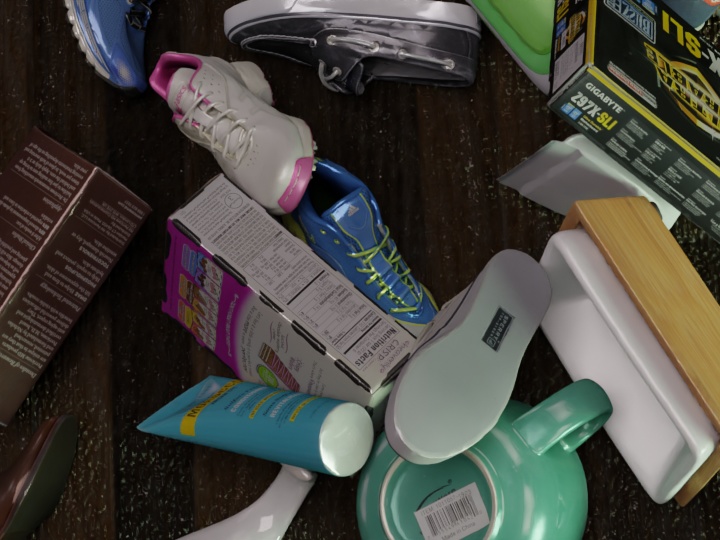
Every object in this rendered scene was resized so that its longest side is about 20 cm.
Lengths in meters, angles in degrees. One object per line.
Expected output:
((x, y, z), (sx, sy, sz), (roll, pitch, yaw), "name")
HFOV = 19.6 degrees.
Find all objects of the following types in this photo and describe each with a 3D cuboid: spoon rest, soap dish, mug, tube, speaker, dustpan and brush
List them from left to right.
((-0.098, 0.213, 1.531), (0.099, 0.061, 0.200), (42, 102, 17), "spoon rest")
((-0.073, 0.107, 1.487), (0.199, 0.077, 0.051), (6, 117, 48), "tube")
((0.078, 0.148, 1.456), (0.151, 0.114, 0.187), (17, 92, 23), "mug")
((0.116, -0.221, 1.544), (0.088, 0.088, 0.200), (-39, 86, 0), "speaker")
((0.203, 0.054, 1.457), (0.081, 0.158, 0.201), (-28, 74, -14), "soap dish")
((0.213, -0.055, 1.502), (0.199, 0.140, 0.058), (28, 74, -8), "dustpan and brush")

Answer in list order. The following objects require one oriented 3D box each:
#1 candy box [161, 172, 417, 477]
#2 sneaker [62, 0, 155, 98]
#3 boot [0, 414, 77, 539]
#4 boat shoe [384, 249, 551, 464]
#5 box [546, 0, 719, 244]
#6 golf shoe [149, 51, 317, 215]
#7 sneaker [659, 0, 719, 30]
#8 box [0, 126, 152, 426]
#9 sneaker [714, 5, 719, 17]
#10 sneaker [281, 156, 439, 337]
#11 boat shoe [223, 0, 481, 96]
((-0.053, 0.040, 1.505), (0.200, 0.137, 0.061), (41, 63, 15), "candy box")
((-0.182, -0.233, 1.619), (0.088, 0.079, 0.202), (-9, 77, 11), "sneaker")
((-0.334, 0.154, 1.580), (0.199, 0.064, 0.188), (26, 82, 19), "boot")
((0.063, 0.064, 1.408), (0.072, 0.066, 0.201), (38, 48, -8), "boat shoe")
((0.217, -0.114, 1.442), (0.199, 0.160, 0.049), (37, 122, -18), "box")
((-0.097, -0.103, 1.525), (0.076, 0.091, 0.200), (-63, 32, 15), "golf shoe")
((0.195, -0.265, 1.506), (0.200, 0.085, 0.075), (47, 46, 3), "sneaker")
((-0.256, 0.004, 1.568), (0.100, 0.075, 0.201), (31, 84, 45), "box")
((0.309, -0.275, 1.537), (0.079, 0.078, 0.202), (21, 84, 8), "sneaker")
((0.000, 0.000, 1.521), (0.075, 0.105, 0.201), (-35, 74, -8), "sneaker")
((-0.008, -0.167, 1.581), (0.198, 0.072, 0.069), (3, 78, 4), "boat shoe")
